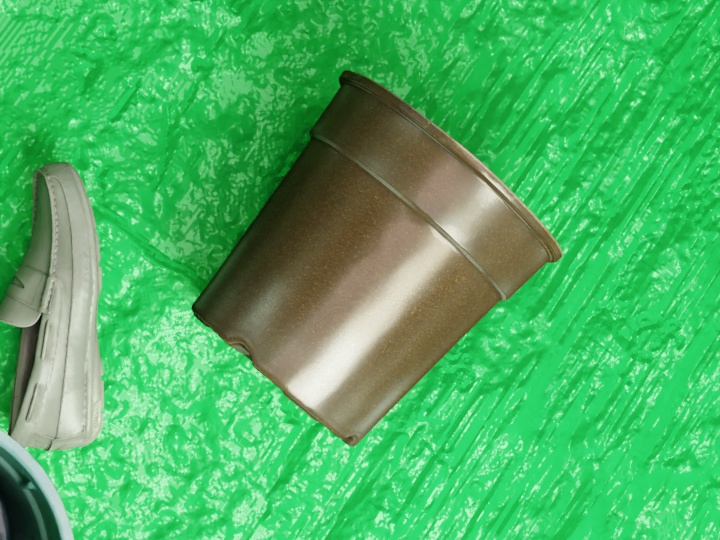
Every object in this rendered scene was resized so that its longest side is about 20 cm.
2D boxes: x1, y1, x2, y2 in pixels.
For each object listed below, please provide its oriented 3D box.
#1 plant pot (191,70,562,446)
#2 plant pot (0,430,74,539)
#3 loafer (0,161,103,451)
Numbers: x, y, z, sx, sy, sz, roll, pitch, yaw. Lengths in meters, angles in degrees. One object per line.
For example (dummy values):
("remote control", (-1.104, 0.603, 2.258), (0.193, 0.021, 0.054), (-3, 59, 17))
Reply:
("plant pot", (0.000, 0.000, 1.205), (0.200, 0.200, 0.198), (41, 87, -9))
("plant pot", (-0.291, 0.184, 1.108), (0.200, 0.196, 0.201), (1, 87, -15))
("loafer", (-0.217, 0.025, 1.200), (0.070, 0.070, 0.200), (-2, 89, -23))
